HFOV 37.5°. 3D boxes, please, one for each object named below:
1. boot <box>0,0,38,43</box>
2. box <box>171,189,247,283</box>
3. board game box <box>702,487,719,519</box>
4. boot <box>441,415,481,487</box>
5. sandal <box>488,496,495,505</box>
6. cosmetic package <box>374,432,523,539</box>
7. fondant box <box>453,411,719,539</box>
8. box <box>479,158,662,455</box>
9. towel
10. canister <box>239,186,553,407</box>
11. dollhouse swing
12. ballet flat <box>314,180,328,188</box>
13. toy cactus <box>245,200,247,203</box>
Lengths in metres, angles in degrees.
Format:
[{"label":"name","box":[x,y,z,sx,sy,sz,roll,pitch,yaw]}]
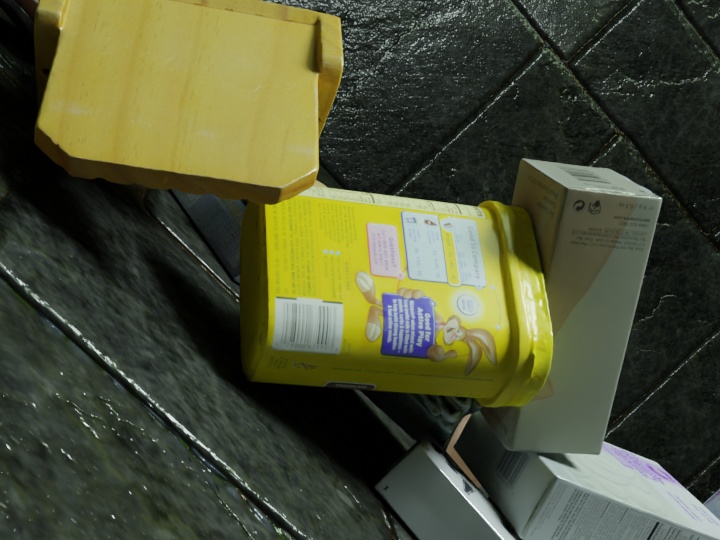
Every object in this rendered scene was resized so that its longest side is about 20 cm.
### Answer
[{"label":"boot","box":[-0.211,-0.271,0.932,0.069,0.200,0.188,48,6,5]},{"label":"box","box":[-0.109,-0.046,1.009,0.200,0.048,0.158,51,6,33]},{"label":"board game box","box":[0.351,0.344,1.018,0.200,0.199,0.041,50,6,21]},{"label":"boot","box":[0.113,0.156,1.048,0.071,0.199,0.146,59,-31,-4]},{"label":"sandal","box":[0.179,0.273,0.993,0.075,0.045,0.200,42,8,-32]},{"label":"cosmetic package","box":[0.098,0.213,0.780,0.200,0.051,0.083,48,7,6]},{"label":"fondant box","box":[0.190,0.182,0.856,0.199,0.059,0.144,24,10,-23]},{"label":"box","box":[0.149,0.027,0.791,0.077,0.202,0.095,5,16,-15]},{"label":"towel","box":[0.017,0.070,0.872,0.171,0.048,0.200,44,-13,7]},{"label":"canister","box":[0.020,0.014,0.738,0.198,0.087,0.150,6,56,-17]},{"label":"dollhouse swing","box":[-0.123,-0.093,0.727,0.182,0.198,0.177,120,-26,-61]},{"label":"ballet flat","box":[0.000,0.000,0.967,0.069,0.062,0.201,-64,141,-48]},{"label":"toy cactus","box":[-0.097,-0.113,0.980,0.200,0.102,0.166,49,-12,41]}]
